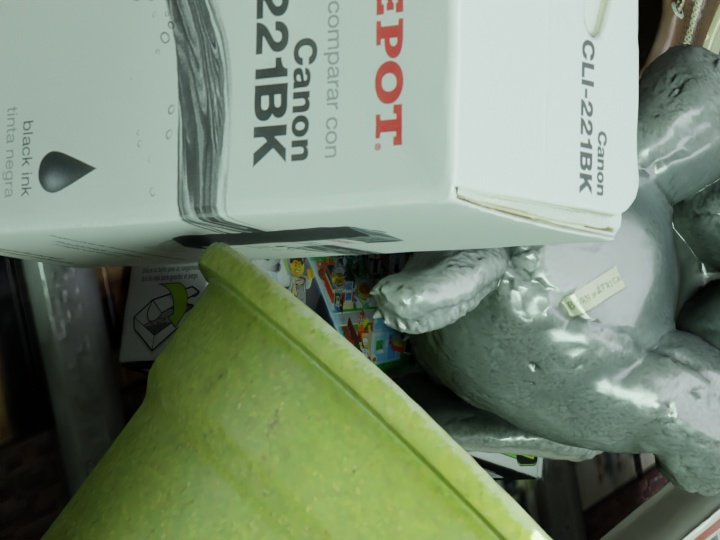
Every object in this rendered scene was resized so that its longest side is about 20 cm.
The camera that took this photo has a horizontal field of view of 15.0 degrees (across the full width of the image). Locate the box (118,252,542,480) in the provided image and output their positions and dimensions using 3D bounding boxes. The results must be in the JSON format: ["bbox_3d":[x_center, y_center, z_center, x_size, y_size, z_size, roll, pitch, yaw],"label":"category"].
[{"bbox_3d":[0.000,0.000,0.926,0.200,0.035,0.111,22,70,-51],"label":"box"}]

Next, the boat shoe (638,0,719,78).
[{"bbox_3d":[0.109,-0.119,1.048,0.075,0.075,0.203,28,67,-51],"label":"boat shoe"}]

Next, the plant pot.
[{"bbox_3d":[-0.034,0.127,0.730,0.184,0.200,0.200,-45,130,-5],"label":"plant pot"}]

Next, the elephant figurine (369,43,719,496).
[{"bbox_3d":[0.053,0.013,0.877,0.155,0.200,0.142,42,68,-17],"label":"elephant figurine"}]

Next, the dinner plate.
[{"bbox_3d":[0.126,0.084,0.992,0.024,0.200,0.200,52,38,9],"label":"dinner plate"}]

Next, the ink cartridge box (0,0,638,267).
[{"bbox_3d":[-0.028,-0.079,0.752,0.084,0.199,0.145,9,81,-53],"label":"ink cartridge box"}]
